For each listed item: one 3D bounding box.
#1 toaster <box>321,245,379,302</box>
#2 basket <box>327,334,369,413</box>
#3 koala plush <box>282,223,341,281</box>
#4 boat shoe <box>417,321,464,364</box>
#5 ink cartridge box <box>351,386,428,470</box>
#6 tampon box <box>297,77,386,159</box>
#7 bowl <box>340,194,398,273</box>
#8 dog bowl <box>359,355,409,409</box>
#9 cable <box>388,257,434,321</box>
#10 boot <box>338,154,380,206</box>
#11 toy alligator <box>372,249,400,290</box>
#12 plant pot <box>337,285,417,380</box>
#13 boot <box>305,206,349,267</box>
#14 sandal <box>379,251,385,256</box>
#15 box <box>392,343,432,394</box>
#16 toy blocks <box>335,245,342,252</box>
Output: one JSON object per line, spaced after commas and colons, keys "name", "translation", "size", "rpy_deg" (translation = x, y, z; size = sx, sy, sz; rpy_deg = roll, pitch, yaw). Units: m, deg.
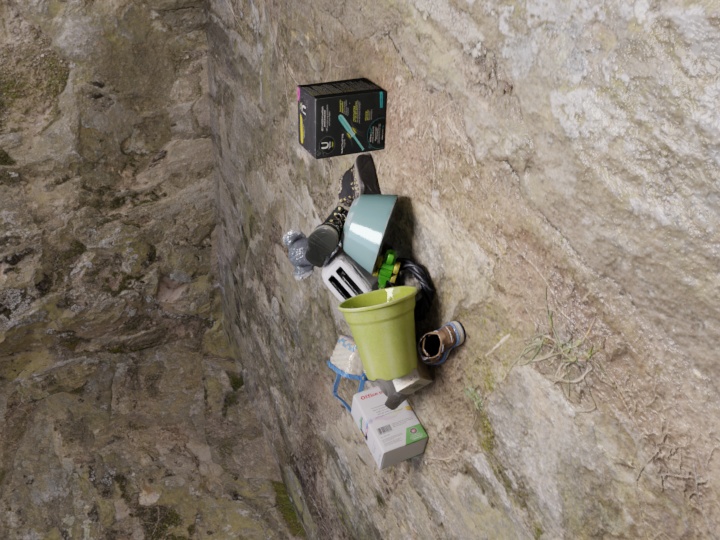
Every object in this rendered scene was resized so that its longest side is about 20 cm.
{"name": "toaster", "translation": [-0.014, 0.022, 1.726], "size": [0.201, 0.129, 0.113], "rpy_deg": [49, 121, 1]}
{"name": "basket", "translation": [-0.025, 0.313, 1.954], "size": [0.176, 0.136, 0.206], "rpy_deg": [26, 99, 62]}
{"name": "koala plush", "translation": [-0.137, -0.064, 1.976], "size": [0.183, 0.195, 0.183], "rpy_deg": [-32, 72, 65]}
{"name": "boat shoe", "translation": [0.174, 0.176, 1.525], "size": [0.074, 0.071, 0.201], "rpy_deg": [67, 155, 22]}
{"name": "ink cartridge box", "translation": [0.077, 0.428, 1.787], "size": [0.202, 0.141, 0.086], "rpy_deg": [57, 149, 40]}
{"name": "tampon box", "translation": [-0.049, -0.385, 1.611], "size": [0.126, 0.195, 0.154], "rpy_deg": [46, 142, 49]}
{"name": "bowl", "translation": [0.015, -0.105, 1.588], "size": [0.201, 0.102, 0.206], "rpy_deg": [19, -91, -87]}
{"name": "dog bowl", "translation": [0.070, 0.266, 1.711], "size": [0.202, 0.058, 0.202], "rpy_deg": [55, -164, -23]}
{"name": "cable", "translation": [0.123, 0.050, 1.612], "size": [0.199, 0.049, 0.169], "rpy_deg": [7, 107, 65]}
{"name": "boot", "translation": [-0.005, -0.200, 1.760], "size": [0.150, 0.071, 0.207], "rpy_deg": [164, 97, -66]}
{"name": "toy alligator", "translation": [0.065, 0.002, 1.609], "size": [0.202, 0.058, 0.055], "rpy_deg": [103, -174, -57]}
{"name": "plant pot", "translation": [0.057, 0.154, 1.530], "size": [0.199, 0.195, 0.190], "rpy_deg": [5, 108, 66]}
{"name": "boot", "translation": [-0.072, -0.109, 1.625], "size": [0.072, 0.156, 0.204], "rpy_deg": [31, 154, -2]}
{"name": "sandal", "translation": [0.027, -0.092, 1.763], "size": [0.055, 0.081, 0.201], "rpy_deg": [-53, 31, 15]}
{"name": "box", "translation": [0.103, 0.208, 1.656], "size": [0.094, 0.077, 0.204], "rpy_deg": [24, -141, -61]}
{"name": "toy blocks", "translation": [0.000, 0.000, 1.842], "size": [0.136, 0.098, 0.205], "rpy_deg": [34, 124, 41]}
